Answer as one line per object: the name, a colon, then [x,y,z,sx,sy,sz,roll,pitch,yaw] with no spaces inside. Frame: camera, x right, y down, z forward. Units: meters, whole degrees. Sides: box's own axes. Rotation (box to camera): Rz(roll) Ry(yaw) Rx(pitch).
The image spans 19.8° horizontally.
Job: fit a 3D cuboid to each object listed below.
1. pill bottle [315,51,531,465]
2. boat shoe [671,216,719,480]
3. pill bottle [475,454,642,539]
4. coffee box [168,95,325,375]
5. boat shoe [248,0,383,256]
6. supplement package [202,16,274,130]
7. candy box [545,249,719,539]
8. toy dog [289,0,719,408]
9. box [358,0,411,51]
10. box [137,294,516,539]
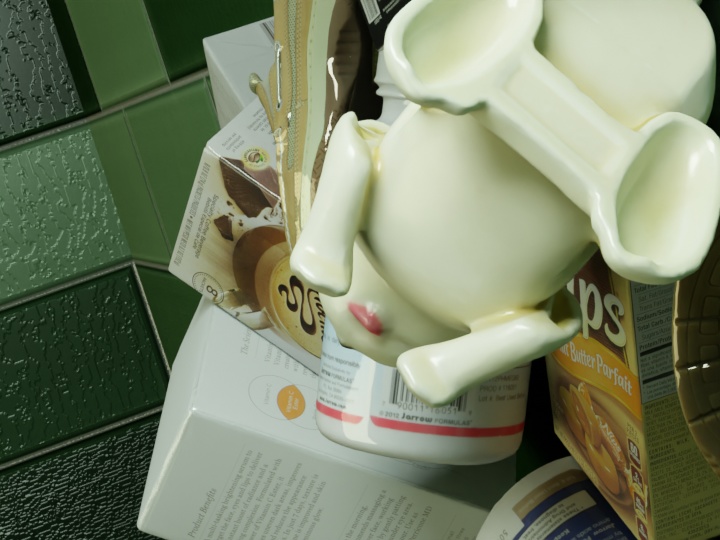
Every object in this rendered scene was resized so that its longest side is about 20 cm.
pill bottle: [0.039,-0.010,1.042,0.109,0.108,0.202,-156,72,-73]
boat shoe: [0.172,0.057,0.821,0.063,0.073,0.202,-60,-48,-65]
pill bottle: [0.144,0.188,1.012,0.200,0.110,0.112,49,156,49]
coffee box: [0.000,0.000,1.175,0.199,0.080,0.113,34,139,10]
boat shoe: [-0.024,-0.093,1.099,0.076,0.071,0.202,4,88,33]
supplement package: [-0.014,-0.055,1.327,0.120,0.120,0.201,-124,20,-50]
candy box: [0.127,0.021,0.976,0.116,0.055,0.201,-127,21,-54]
toy dog: [0.046,-0.037,0.839,0.139,0.195,0.200,33,141,-7]
box: [0.070,-0.141,0.856,0.200,0.109,0.035,156,94,-78]
box: [-0.016,0.100,1.238,0.153,0.199,0.107,-82,15,-52]
